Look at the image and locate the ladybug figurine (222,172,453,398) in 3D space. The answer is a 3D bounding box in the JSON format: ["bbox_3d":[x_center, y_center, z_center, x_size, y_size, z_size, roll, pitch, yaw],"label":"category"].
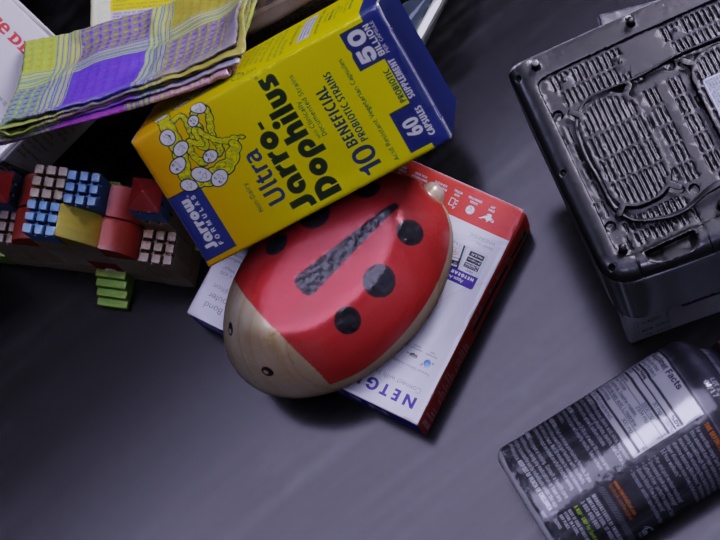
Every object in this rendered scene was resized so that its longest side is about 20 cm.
[{"bbox_3d":[-0.018,0.004,1.399,0.136,0.072,0.200,43,86,17],"label":"ladybug figurine"}]

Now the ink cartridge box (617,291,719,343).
[{"bbox_3d":[0.278,-0.006,1.388,0.200,0.099,0.039,-19,72,4],"label":"ink cartridge box"}]

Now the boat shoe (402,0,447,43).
[{"bbox_3d":[0.035,-0.208,1.498,0.062,0.075,0.200,24,90,3],"label":"boat shoe"}]

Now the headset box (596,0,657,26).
[{"bbox_3d":[0.277,-0.116,1.420,0.200,0.093,0.174,-13,73,7],"label":"headset box"}]

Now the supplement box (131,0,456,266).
[{"bbox_3d":[-0.044,-0.107,1.378,0.200,0.110,0.109,-28,105,13],"label":"supplement box"}]

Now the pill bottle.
[{"bbox_3d":[0.206,0.121,1.365,0.200,0.106,0.106,-31,73,1],"label":"pill bottle"}]

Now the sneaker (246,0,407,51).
[{"bbox_3d":[-0.032,-0.225,1.454,0.200,0.070,0.076,-18,72,32],"label":"sneaker"}]

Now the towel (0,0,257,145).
[{"bbox_3d":[-0.166,-0.157,1.409,0.200,0.023,0.144,-15,33,15],"label":"towel"}]

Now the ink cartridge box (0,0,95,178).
[{"bbox_3d":[-0.318,-0.120,1.528,0.200,0.084,0.146,-45,73,-4],"label":"ink cartridge box"}]

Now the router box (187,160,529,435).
[{"bbox_3d":[0.000,0.000,1.461,0.200,0.049,0.180,24,81,15],"label":"router box"}]

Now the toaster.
[{"bbox_3d":[0.222,-0.078,1.306,0.181,0.119,0.200,-25,69,4],"label":"toaster"}]

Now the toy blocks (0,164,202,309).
[{"bbox_3d":[-0.207,-0.037,1.460,0.200,0.137,0.100,7,77,12],"label":"toy blocks"}]

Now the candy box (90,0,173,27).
[{"bbox_3d":[-0.117,-0.207,1.546,0.200,0.026,0.102,-3,78,9],"label":"candy box"}]
